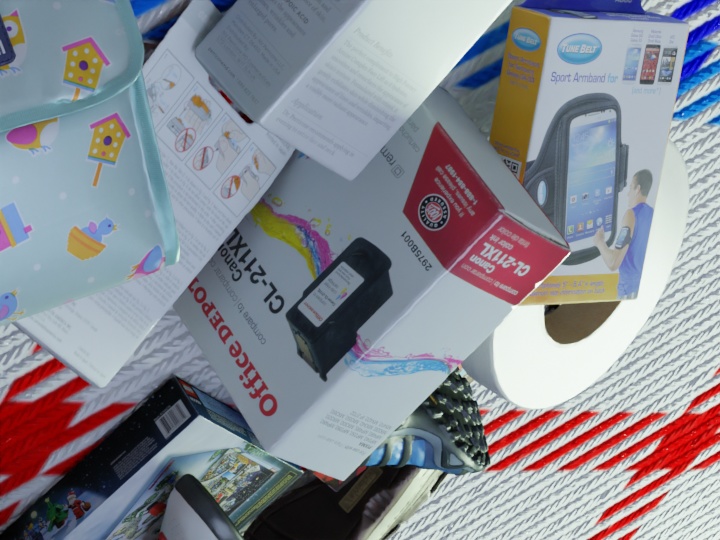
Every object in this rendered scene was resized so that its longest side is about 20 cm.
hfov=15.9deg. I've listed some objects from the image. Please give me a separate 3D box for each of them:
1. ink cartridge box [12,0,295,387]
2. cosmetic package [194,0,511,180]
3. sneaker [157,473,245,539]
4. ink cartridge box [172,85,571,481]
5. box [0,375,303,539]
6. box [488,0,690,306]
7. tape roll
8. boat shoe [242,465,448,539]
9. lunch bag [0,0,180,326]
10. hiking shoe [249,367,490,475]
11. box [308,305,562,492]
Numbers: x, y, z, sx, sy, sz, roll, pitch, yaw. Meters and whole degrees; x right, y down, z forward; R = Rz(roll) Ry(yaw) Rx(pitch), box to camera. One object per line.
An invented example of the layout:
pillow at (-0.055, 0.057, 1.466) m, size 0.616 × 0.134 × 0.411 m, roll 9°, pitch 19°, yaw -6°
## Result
ink cartridge box at (-0.130, -0.048, 1.426) m, size 0.200 × 0.047 × 0.160 m, roll -52°, pitch 147°, yaw -6°
cosmetic package at (0.016, -0.154, 1.376) m, size 0.200 × 0.074 × 0.102 m, roll -49°, pitch 145°, yaw 8°
sneaker at (-0.121, 0.215, 1.652) m, size 0.108 × 0.067 × 0.202 m, roll -33°, pitch 150°, yaw -14°
ink cartridge box at (0.000, 0.000, 1.494) m, size 0.200 × 0.146 × 0.083 m, roll -46°, pitch 145°, yaw 14°
box at (-0.149, 0.165, 1.663) m, size 0.200 × 0.038 × 0.137 m, roll -42°, pitch 147°, yaw 8°
box at (0.132, -0.079, 1.545) m, size 0.119 × 0.041 × 0.201 m, roll -3°, pitch 110°, yaw -39°
tape roll at (0.138, -0.006, 1.661) m, size 0.202 × 0.037 × 0.204 m, roll -33°, pitch 139°, yaw -33°
boat shoe at (-0.006, 0.172, 1.776) m, size 0.202 × 0.075 × 0.075 m, roll -41°, pitch 154°, yaw 8°
lunch bag at (-0.191, -0.078, 1.247) m, size 0.170 × 0.122 × 0.201 m, roll -18°, pitch 123°, yaw -19°
hiking shoe at (0.012, 0.092, 1.637) m, size 0.086 × 0.075 × 0.200 m, roll -21°, pitch 153°, yaw 24°
box at (0.025, 0.050, 1.679) m, size 0.200 × 0.039 × 0.137 m, roll -40°, pitch 146°, yaw 5°
